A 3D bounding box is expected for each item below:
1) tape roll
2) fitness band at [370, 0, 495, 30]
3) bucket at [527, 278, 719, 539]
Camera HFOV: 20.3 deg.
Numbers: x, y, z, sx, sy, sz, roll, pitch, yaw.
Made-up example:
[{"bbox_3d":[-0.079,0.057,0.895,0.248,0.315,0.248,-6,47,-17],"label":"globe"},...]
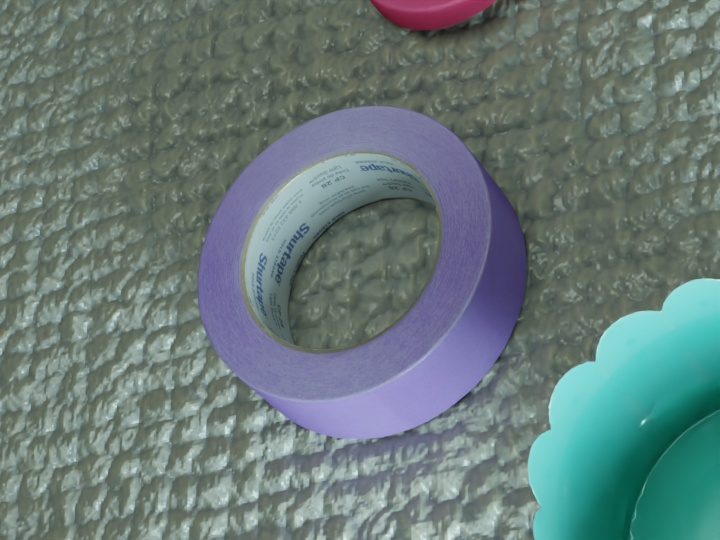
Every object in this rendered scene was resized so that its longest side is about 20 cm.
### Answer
[{"bbox_3d":[0.000,0.000,1.252,0.199,0.066,0.201,-12,61,22],"label":"tape roll"},{"bbox_3d":[0.071,-0.252,1.362,0.143,0.037,0.201,9,69,31],"label":"fitness band"},{"bbox_3d":[0.202,0.120,1.043,0.206,0.135,0.208,-12,61,22],"label":"bucket"}]
